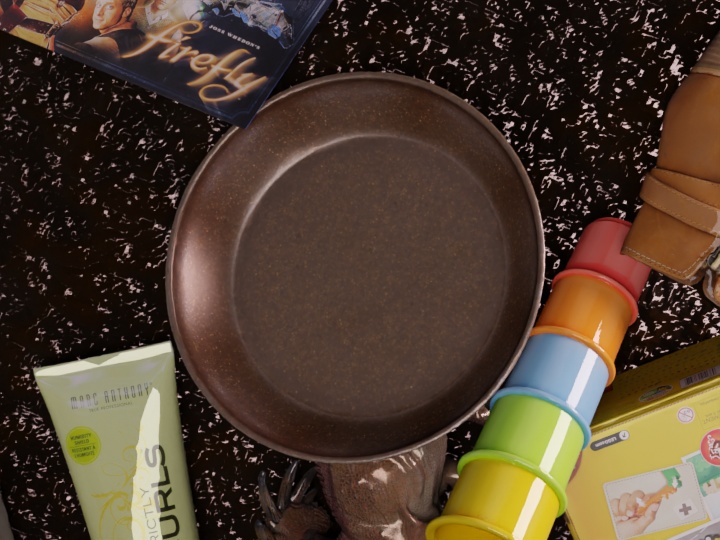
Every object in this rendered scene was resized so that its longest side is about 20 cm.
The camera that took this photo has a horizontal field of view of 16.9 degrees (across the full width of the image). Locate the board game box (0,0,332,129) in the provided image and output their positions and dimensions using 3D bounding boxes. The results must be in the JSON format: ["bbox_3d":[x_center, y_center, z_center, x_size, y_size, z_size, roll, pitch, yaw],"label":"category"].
[{"bbox_3d":[-0.103,-0.160,1.171,0.200,0.035,0.136,20,115,-36],"label":"board game box"}]

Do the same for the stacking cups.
[{"bbox_3d":[0.097,0.058,1.201,0.060,0.061,0.200,29,62,-4],"label":"stacking cups"}]

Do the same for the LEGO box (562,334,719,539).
[{"bbox_3d":[0.207,0.111,1.257,0.200,0.077,0.149,-21,102,8],"label":"LEGO box"}]

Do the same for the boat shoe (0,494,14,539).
[{"bbox_3d":[-0.231,0.172,1.308,0.093,0.075,0.200,-24,91,26],"label":"boat shoe"}]

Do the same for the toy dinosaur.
[{"bbox_3d":[0.005,0.101,1.269,0.135,0.086,0.200,9,99,9],"label":"toy dinosaur"}]

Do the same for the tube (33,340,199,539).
[{"bbox_3d":[-0.117,0.141,1.303,0.058,0.052,0.200,-18,100,-34],"label":"tube"}]

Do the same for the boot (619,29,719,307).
[{"bbox_3d":[0.240,-0.034,1.202,0.200,0.077,0.155,27,89,2],"label":"boot"}]

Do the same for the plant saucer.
[{"bbox_3d":[0.000,0.000,1.232,0.200,0.037,0.201,-3,79,18],"label":"plant saucer"}]
